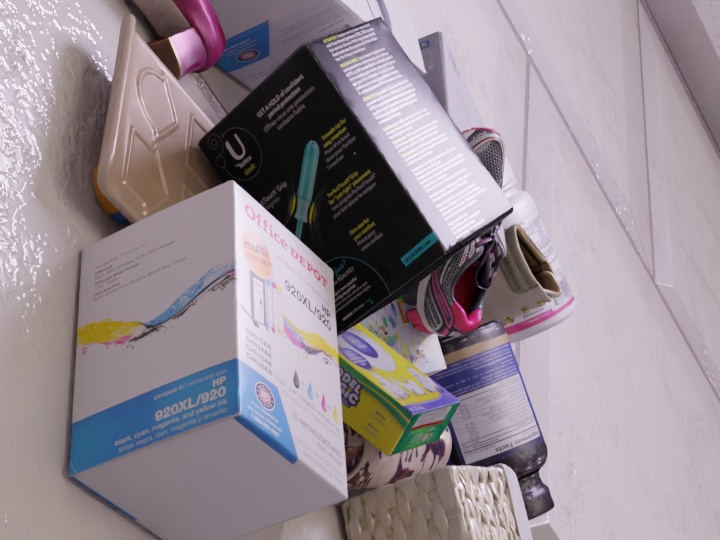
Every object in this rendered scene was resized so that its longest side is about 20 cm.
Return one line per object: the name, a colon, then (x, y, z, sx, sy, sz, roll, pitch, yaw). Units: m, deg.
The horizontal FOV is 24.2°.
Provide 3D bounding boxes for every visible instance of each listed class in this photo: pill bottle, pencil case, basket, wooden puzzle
pill bottle: (0.168, -0.025, 1.981, 0.202, 0.112, 0.113, 66, 22, -7)
pencil case: (0.013, 0.152, 1.508, 0.200, 0.077, 0.091, 14, 83, -63)
basket: (0.077, 0.279, 1.478, 0.123, 0.135, 0.202, 21, 52, -59)
wooden puzzle: (-0.160, -0.078, 1.361, 0.186, 0.046, 0.200, -89, 154, -42)
pill bottle: (0.127, 0.162, 1.725, 0.112, 0.111, 0.202, -13, 83, -68)

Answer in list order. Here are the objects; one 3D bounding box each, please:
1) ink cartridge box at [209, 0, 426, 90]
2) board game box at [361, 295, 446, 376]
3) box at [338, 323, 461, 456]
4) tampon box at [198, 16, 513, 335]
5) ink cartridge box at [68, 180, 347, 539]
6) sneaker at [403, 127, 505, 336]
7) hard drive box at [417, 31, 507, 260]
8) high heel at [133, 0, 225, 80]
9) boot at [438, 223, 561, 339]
ink cartridge box: (-0.048, -0.231, 1.616, 0.200, 0.144, 0.085, 31, 42, -57)
board game box: (-0.004, 0.011, 1.582, 0.134, 0.034, 0.202, -9, 78, -42)
box: (-0.020, 0.075, 1.421, 0.199, 0.049, 0.117, 35, 14, 19)
tampon box: (-0.004, -0.078, 1.385, 0.201, 0.150, 0.126, 56, 36, 3)
ink cartridge box: (-0.108, 0.070, 1.211, 0.147, 0.144, 0.202, 43, 33, -45)
sneaker: (0.106, -0.035, 1.578, 0.080, 0.074, 0.202, 15, 85, -35)
hard drive box: (0.083, -0.121, 1.718, 0.201, 0.076, 0.157, -92, 158, -51)
high heel: (-0.170, -0.267, 1.454, 0.096, 0.067, 0.202, -45, 118, -56)
boot: (0.150, 0.056, 1.812, 0.201, 0.153, 0.072, 61, 24, -20)
